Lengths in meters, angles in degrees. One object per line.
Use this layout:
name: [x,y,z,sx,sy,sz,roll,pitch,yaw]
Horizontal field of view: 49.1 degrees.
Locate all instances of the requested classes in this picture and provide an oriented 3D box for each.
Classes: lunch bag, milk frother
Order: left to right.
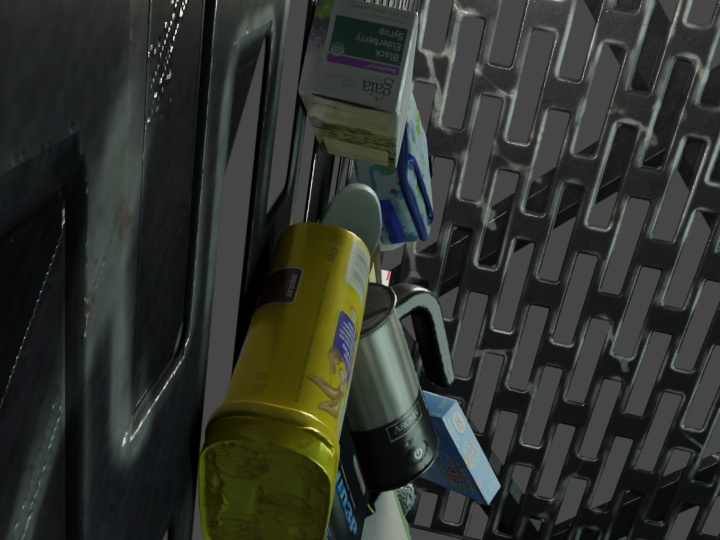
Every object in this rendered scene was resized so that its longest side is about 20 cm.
milk frother: [-0.010,0.108,0.884,0.181,0.197,0.191,-45,126,-45]
lunch bag: [0.043,-0.130,0.995,0.200,0.081,0.164,60,27,-64]

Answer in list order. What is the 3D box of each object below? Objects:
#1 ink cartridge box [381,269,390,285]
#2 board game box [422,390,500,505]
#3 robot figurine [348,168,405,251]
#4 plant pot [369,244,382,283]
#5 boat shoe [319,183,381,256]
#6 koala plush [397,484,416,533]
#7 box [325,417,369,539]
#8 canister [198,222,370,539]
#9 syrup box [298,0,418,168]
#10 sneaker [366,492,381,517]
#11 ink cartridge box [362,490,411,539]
ink cartridge box: [0.005,0.108,1.698,0.145,0.082,0.204,-67,167,-74]
board game box: [0.071,0.210,1.009,0.037,0.198,0.153,-43,120,-27]
robot figurine: [0.036,-0.103,1.199,0.201,0.111,0.172,95,15,-70]
plant pot: [0.000,0.000,1.077,0.200,0.027,0.205,177,-90,-79]
boat shoe: [-0.020,-0.028,0.928,0.092,0.069,0.203,-87,-171,-55]
koala plush: [-0.017,0.375,1.160,0.186,0.196,0.179,99,5,-46]
box: [-0.045,0.191,0.727,0.160,0.045,0.204,-72,151,-60]
canister: [-0.047,0.083,0.566,0.202,0.085,0.150,-78,178,-47]
syrup box: [0.002,-0.152,0.670,0.200,0.077,0.083,67,35,-84]
sneaker: [-0.034,0.274,0.914,0.200,0.066,0.078,-44,-145,-4]
ink cartridge box: [-0.024,0.330,1.043,0.048,0.197,0.148,-36,-117,39]
